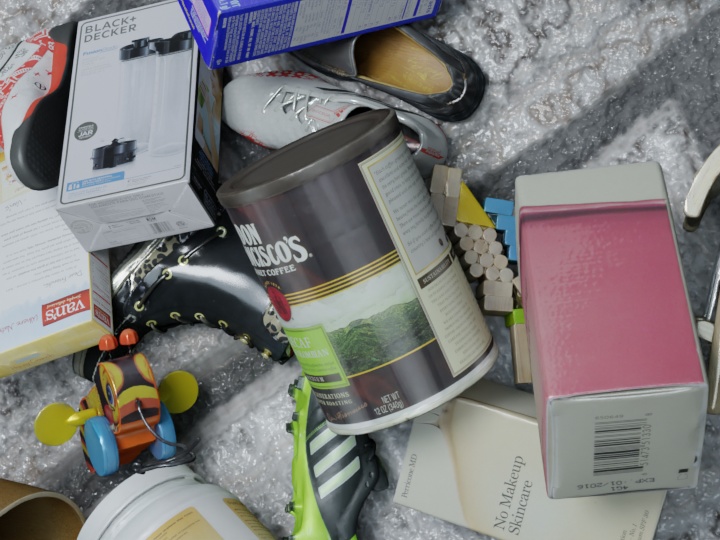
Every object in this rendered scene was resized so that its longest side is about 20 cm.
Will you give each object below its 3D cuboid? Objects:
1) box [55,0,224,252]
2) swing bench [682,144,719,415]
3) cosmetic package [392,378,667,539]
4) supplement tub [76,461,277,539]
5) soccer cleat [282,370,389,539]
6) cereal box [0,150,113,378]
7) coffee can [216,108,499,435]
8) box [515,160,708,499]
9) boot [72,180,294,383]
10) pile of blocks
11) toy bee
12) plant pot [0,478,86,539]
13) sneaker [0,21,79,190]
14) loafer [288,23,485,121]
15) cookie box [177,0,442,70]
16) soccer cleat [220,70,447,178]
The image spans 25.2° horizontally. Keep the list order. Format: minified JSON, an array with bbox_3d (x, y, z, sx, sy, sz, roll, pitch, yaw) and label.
[{"bbox_3d":[-0.174,-0.121,1.293,0.116,0.060,0.201,-10,53,14],"label":"box"},{"bbox_3d":[0.295,-0.008,1.157,0.129,0.199,0.202,-10,85,11],"label":"swing bench"},{"bbox_3d":[0.136,0.156,1.243,0.199,0.073,0.104,16,104,13],"label":"cosmetic package"},{"bbox_3d":[-0.118,0.259,1.253,0.200,0.144,0.145,41,97,29],"label":"supplement tub"},{"bbox_3d":[-0.018,0.141,1.298,0.080,0.068,0.202,4,83,-11],"label":"soccer cleat"},{"bbox_3d":[-0.276,-0.014,1.324,0.143,0.040,0.201,-19,57,16],"label":"cereal box"},{"bbox_3d":[0.000,0.000,1.203,0.146,0.146,0.201,-23,102,11],"label":"coffee can"},{"bbox_3d":[0.172,0.041,1.131,0.108,0.128,0.201,-6,50,3],"label":"box"},{"bbox_3d":[-0.130,0.040,1.319,0.153,0.073,0.204,36,97,9],"label":"boot"},{"bbox_3d":[0.116,0.002,1.274,0.082,0.062,0.201,-29,87,-6],"label":"pile of blocks"},{"bbox_3d":[-0.180,0.102,1.275,0.199,0.130,0.110,-16,87,44],"label":"toy bee"},{"bbox_3d":[-0.357,0.238,1.323,0.199,0.186,0.188,18,91,28],"label":"plant pot"},{"bbox_3d":[-0.285,-0.123,1.320,0.107,0.067,0.202,-15,39,17],"label":"sneaker"},{"bbox_3d":[0.005,-0.184,1.297,0.199,0.072,0.073,22,93,14],"label":"loafer"},{"bbox_3d":[-0.052,-0.264,1.251,0.199,0.075,0.172,-17,67,-21],"label":"cookie box"},{"bbox_3d":[-0.026,-0.120,1.294,0.199,0.085,0.069,18,92,13],"label":"soccer cleat"}]
